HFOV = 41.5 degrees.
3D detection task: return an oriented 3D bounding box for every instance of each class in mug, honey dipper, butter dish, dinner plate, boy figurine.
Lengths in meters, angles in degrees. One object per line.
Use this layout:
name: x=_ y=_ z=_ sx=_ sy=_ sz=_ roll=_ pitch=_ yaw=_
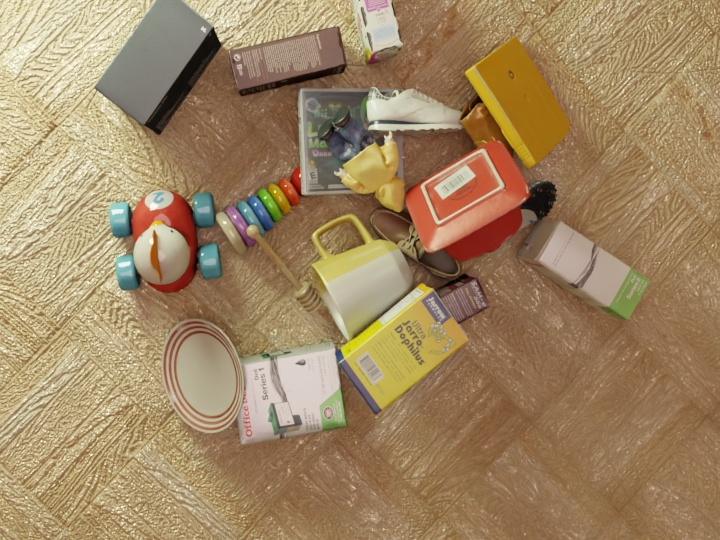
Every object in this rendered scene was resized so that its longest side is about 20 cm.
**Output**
mug: x=0.004 y=0.007 z=1.667 sx=0.151 sy=0.149 sz=0.189 roll=-27 pitch=112 yaw=-8
honey dipper: x=-0.136 y=-0.006 z=1.675 sx=0.038 sy=0.038 sz=0.201 roll=-38 pitch=117 yaw=-2
butter dish: x=0.199 y=-0.092 z=1.618 sx=0.197 sy=0.201 sz=0.149 roll=-29 pitch=127 yaw=10
dinner plate: x=-0.274 y=0.184 z=1.669 sx=0.197 sy=0.024 sz=0.205 roll=7 pitch=102 yaw=35
boy figurine: x=0.018 y=-0.188 z=1.648 sx=0.124 sy=0.065 sz=0.200 roll=-39 pitch=112 yaw=17

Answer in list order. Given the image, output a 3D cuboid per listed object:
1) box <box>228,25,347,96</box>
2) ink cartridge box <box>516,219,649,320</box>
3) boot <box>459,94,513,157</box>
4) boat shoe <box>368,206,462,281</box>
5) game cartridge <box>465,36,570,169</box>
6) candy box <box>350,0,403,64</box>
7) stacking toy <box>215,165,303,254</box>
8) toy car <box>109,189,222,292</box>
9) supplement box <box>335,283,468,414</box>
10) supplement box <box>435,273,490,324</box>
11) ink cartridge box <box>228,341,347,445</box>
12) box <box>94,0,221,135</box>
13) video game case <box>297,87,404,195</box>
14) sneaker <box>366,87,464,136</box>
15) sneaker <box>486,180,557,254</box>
box: x=-0.126 y=-0.364 z=1.657 sx=0.196 sy=0.100 sz=0.077 roll=-15 pitch=95 yaw=-3
ink cartridge box: x=0.396 y=-0.004 z=1.705 sx=0.198 sy=0.145 sz=0.085 roll=33 pitch=90 yaw=-7
boot: x=0.224 y=-0.220 z=1.697 sx=0.143 sy=0.070 sz=0.204 roll=34 pitch=78 yaw=-26
boat shoe: x=0.105 y=-0.051 z=1.712 sx=0.197 sy=0.072 sz=0.077 roll=31 pitch=90 yaw=-7
game cartridge: x=0.284 y=-0.299 z=1.682 sx=0.176 sy=0.032 sz=0.202 roll=-40 pitch=100 yaw=-45
candy box: x=0.016 y=-0.471 z=1.645 sx=0.060 sy=0.136 sz=0.205 roll=-16 pitch=94 yaw=-3
stacking toy: x=-0.156 y=-0.115 z=1.683 sx=0.198 sy=0.085 sz=0.086 roll=-34 pitch=96 yaw=-7
toy car: x=-0.336 y=-0.047 z=1.606 sx=0.180 sy=0.200 sz=0.181 roll=-7 pitch=94 yaw=-5
supplement box: x=0.066 y=0.129 z=1.593 sx=0.199 sy=0.109 sz=0.110 roll=-38 pitch=96 yaw=-1
supplement box: x=0.126 y=0.081 z=1.704 sx=0.197 sy=0.109 sz=0.062 roll=-29 pitch=95 yaw=-2
ink cartridge box: x=-0.132 y=0.220 z=1.700 sx=0.195 sy=0.084 sz=0.150 roll=-10 pitch=94 yaw=-5
box: x=-0.334 y=-0.346 z=1.596 sx=0.103 sy=0.182 sz=0.202 roll=35 pitch=90 yaw=-6
video game case: x=-0.015 y=-0.229 z=1.685 sx=0.196 sy=0.023 sz=0.187 roll=-4 pitch=94 yaw=-23
sneaker: x=0.105 y=-0.282 z=1.686 sx=0.196 sy=0.076 sz=0.083 roll=-2 pitch=85 yaw=-23
sneaker: x=0.276 y=-0.103 z=1.732 sx=0.198 sy=0.072 sz=0.073 roll=-36 pitch=120 yaw=-16
